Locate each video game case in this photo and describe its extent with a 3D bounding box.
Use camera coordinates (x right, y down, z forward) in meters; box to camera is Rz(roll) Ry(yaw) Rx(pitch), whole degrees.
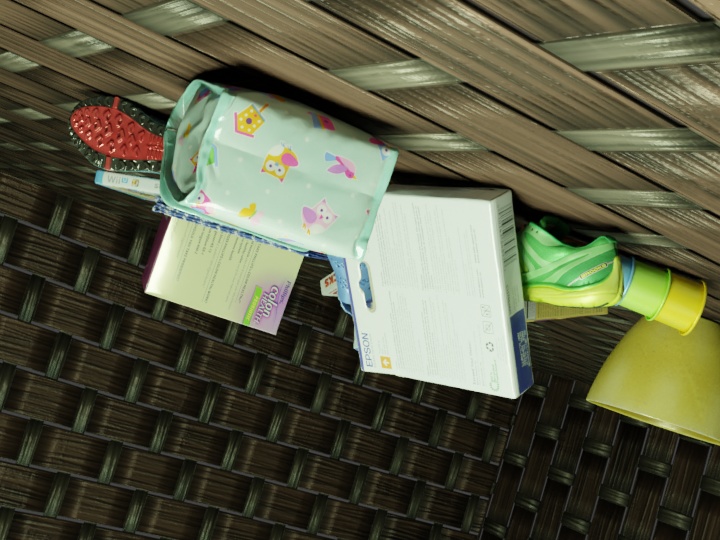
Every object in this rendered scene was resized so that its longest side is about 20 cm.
[{"bbox_3d":[-0.187,-0.084,1.303,0.197,0.018,0.143,10,178,14],"label":"video game case"}]

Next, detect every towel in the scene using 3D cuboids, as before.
[{"bbox_3d":[-0.127,-0.049,1.304,0.197,0.024,0.145,16,-179,13],"label":"towel"}]

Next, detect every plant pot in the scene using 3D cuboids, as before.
[{"bbox_3d":[0.409,0.131,1.460,0.197,0.144,0.200,19,176,1],"label":"plant pot"}]

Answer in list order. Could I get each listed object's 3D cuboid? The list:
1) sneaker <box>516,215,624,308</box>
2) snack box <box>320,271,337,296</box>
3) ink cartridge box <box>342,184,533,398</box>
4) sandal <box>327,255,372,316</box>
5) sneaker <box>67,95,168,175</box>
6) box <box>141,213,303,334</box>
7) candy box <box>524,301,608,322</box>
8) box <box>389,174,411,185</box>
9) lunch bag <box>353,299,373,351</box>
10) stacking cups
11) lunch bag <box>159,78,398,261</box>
[{"bbox_3d":[0.172,-0.011,1.102,0.198,0.085,0.073,7,180,41],"label":"sneaker"},{"bbox_3d":[0.030,-0.010,1.436,0.071,0.025,0.199,5,156,-35],"label":"snack box"},{"bbox_3d":[0.071,0.016,1.114,0.198,0.203,0.040,7,-157,40],"label":"ink cartridge box"},{"bbox_3d":[0.000,0.000,1.283,0.078,0.088,0.200,18,169,19],"label":"sandal"},{"bbox_3d":[-0.234,-0.136,1.275,0.197,0.081,0.096,18,177,3],"label":"sneaker"},{"bbox_3d":[-0.187,-0.031,1.590,0.197,0.178,0.097,19,-172,-17],"label":"box"},{"bbox_3d":[0.174,0.025,1.294,0.197,0.058,0.116,-2,-174,-29],"label":"candy box"},{"bbox_3d":[-0.021,-0.084,1.242,0.156,0.047,0.200,18,175,6],"label":"box"},{"bbox_3d":[0.096,0.077,1.522,0.197,0.084,0.160,7,169,-30],"label":"lunch bag"},{"bbox_3d":[0.255,0.000,1.159,0.197,0.061,0.061,24,175,-1],"label":"stacking cups"},{"bbox_3d":[-0.083,-0.090,0.988,0.168,0.124,0.200,18,-176,-22],"label":"lunch bag"}]
